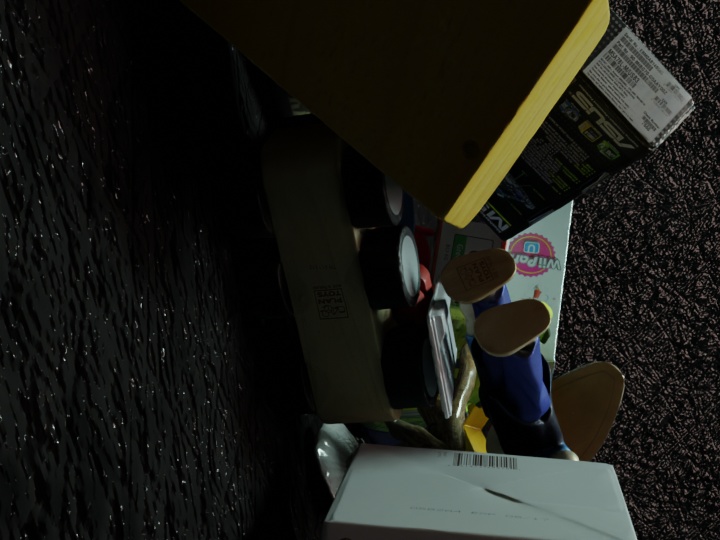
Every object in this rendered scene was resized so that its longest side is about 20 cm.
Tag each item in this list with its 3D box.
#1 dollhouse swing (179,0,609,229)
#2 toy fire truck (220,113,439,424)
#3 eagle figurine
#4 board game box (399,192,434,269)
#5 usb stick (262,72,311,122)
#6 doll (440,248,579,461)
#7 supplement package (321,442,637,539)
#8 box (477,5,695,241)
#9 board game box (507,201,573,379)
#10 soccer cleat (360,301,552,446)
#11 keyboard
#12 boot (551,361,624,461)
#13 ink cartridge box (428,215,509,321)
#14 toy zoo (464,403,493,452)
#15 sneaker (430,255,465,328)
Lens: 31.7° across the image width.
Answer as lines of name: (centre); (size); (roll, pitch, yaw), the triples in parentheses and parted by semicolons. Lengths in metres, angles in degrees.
dollhouse swing: (0.025, -0.142, 0.637); (0.200, 0.182, 0.176); (41, 28, 12)
toy fire truck: (-0.013, -0.023, 0.792); (0.200, 0.128, 0.177); (-62, 142, -61)
eagle figurine: (0.034, 0.176, 0.890); (0.151, 0.151, 0.200); (-32, 158, -41)
board game box: (0.037, -0.010, 1.064); (0.201, 0.039, 0.159); (-92, -162, -50)
usb stick: (-0.033, -0.110, 0.883); (0.201, 0.055, 0.033); (75, 19, -45)
doll: (0.090, 0.066, 0.772); (0.137, 0.048, 0.200); (61, -7, 36)
supplement package: (0.058, 0.213, 0.675); (0.151, 0.151, 0.201); (-46, 139, -81)
box: (0.064, -0.122, 0.716); (0.200, 0.048, 0.193); (46, -19, -2)
board game box: (0.140, 0.008, 1.080); (0.148, 0.064, 0.201); (82, 17, -65)
soccer cleat: (0.062, 0.072, 0.957); (0.084, 0.200, 0.065); (53, 39, 8)
keyboard: (0.050, 0.041, 0.768); (0.200, 0.011, 0.057); (-48, 133, -82)
boot: (0.151, 0.153, 1.065); (0.070, 0.200, 0.146); (47, 9, 15)
ink cartridge box: (0.080, -0.032, 0.921); (0.200, 0.050, 0.110); (83, 17, -80)
toy zoo: (0.097, 0.165, 0.963); (0.132, 0.020, 0.200); (-60, -152, 26)
sneaker: (0.082, 0.036, 1.134); (0.076, 0.104, 0.200); (-62, -158, 3)
